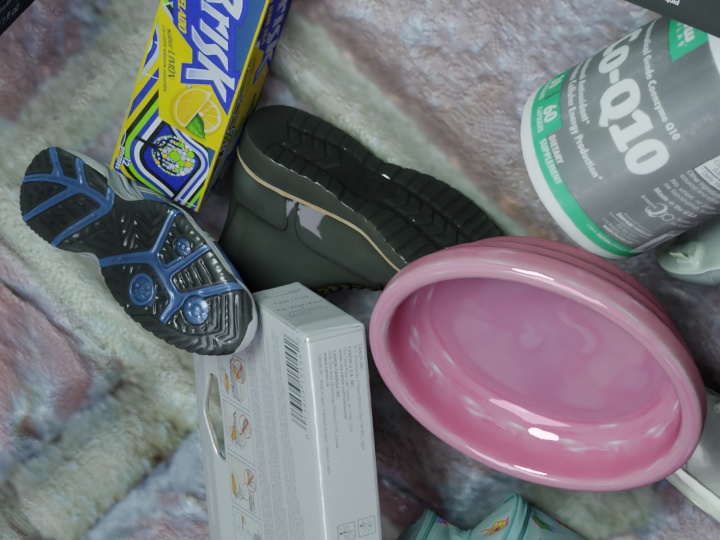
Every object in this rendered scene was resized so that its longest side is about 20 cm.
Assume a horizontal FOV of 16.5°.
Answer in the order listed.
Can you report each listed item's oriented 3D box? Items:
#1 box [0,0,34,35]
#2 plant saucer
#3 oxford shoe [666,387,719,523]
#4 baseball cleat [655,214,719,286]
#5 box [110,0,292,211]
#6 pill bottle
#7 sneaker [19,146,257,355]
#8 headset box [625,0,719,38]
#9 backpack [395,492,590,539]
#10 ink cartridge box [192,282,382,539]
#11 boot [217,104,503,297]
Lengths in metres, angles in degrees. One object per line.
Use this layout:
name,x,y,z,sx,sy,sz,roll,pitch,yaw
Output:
box,-0.225,-0.249,1.395,0.124,0.200,0.197,19,128,9
plant saucer,0.106,0.048,1.435,0.200,0.051,0.201,17,143,13
oxford shoe,0.216,0.108,1.521,0.200,0.075,0.058,40,105,-6
baseball cleat,0.263,-0.018,1.412,0.106,0.070,0.200,32,150,-30
box,-0.087,-0.138,1.489,0.064,0.070,0.200,25,129,5
pill bottle,0.195,-0.093,1.364,0.200,0.113,0.113,-30,106,35
sneaker,-0.124,-0.015,1.545,0.200,0.077,0.076,41,109,33
headset box,0.145,-0.205,1.256,0.149,0.200,0.077,22,127,9
backpack,0.069,0.239,1.604,0.153,0.176,0.200,40,119,-3
ink cartridge box,-0.047,0.105,1.556,0.176,0.045,0.200,30,128,58
boot,0.000,0.000,1.549,0.200,0.077,0.138,37,135,13
